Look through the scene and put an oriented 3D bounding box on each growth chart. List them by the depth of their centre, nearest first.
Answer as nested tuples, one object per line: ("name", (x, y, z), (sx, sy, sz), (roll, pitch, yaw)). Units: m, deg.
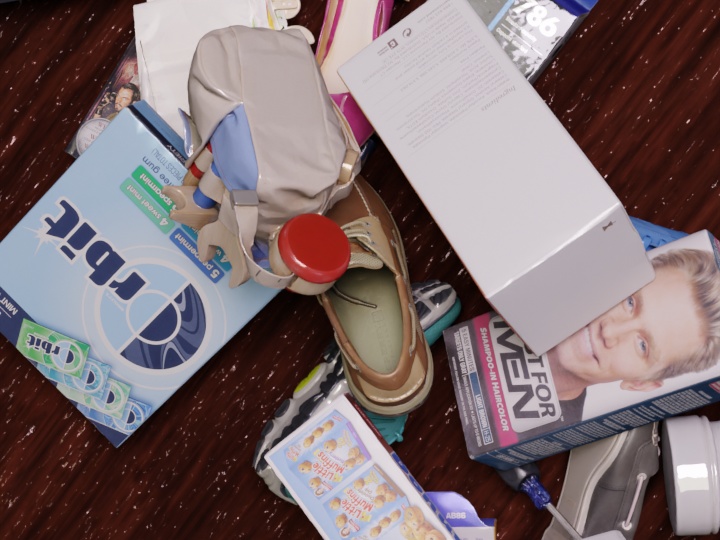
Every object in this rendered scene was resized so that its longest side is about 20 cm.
("growth chart", (-0.104, -0.148, 0.933), (0.144, 0.018, 0.200), (-1, 89, 7))

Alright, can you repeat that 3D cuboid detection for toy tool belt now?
("toy tool belt", (-0.065, -0.054, 0.826), (0.125, 0.123, 0.200), (-2, 61, -27))

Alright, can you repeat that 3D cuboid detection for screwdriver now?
("screwdriver", (0.138, 0.174, 0.870), (0.200, 0.029, 0.028), (51, 122, 44))

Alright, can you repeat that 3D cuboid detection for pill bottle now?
("pill bottle", (0.312, 0.135, 0.856), (0.200, 0.111, 0.112), (-5, 88, 8))

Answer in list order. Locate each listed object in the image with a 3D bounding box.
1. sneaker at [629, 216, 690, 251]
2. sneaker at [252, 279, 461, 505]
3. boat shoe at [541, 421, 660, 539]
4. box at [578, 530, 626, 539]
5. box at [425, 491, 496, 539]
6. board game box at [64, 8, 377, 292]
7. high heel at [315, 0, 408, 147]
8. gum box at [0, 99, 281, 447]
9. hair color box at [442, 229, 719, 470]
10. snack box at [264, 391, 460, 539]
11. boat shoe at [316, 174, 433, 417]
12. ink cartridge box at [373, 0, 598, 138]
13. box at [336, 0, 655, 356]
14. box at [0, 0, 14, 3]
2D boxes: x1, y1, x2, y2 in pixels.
("sneaker", (0.183, -0.010, 0.895), (0.200, 0.078, 0.066), (18, 90, 7))
("sneaker", (0.006, 0.090, 0.932), (0.080, 0.078, 0.200), (41, 91, -22))
("boat shoe", (0.181, 0.158, 0.904), (0.057, 0.067, 0.200), (18, 97, -15))
("box", (0.093, 0.272, 0.770), (0.200, 0.106, 0.153), (-15, 103, 0))
("box", (0.045, 0.263, 0.930), (0.119, 0.041, 0.200), (-2, 86, 8))
("board game box", (-0.107, -0.094, 0.959), (0.200, 0.035, 0.136), (33, 93, 7))
("high heel", (-0.009, -0.173, 0.880), (0.067, 0.096, 0.200), (17, 73, 29))
("gum box", (-0.171, 0.005, 0.929), (0.170, 0.045, 0.200), (45, 107, -4))
("hair color box", (0.162, 0.057, 0.852), (0.200, 0.060, 0.100), (-23, 63, 24))
("snack box", (0.023, 0.183, 0.844), (0.072, 0.024, 0.200), (-39, 82, 7))
("boat shoe", (0.000, 0.000, 0.866), (0.076, 0.074, 0.200), (-22, 66, -1))
("ink cartridge box", (0.087, -0.167, 0.931), (0.099, 0.039, 0.200), (38, 94, 8))
("box", (0.088, -0.064, 0.814), (0.097, 0.124, 0.200), (-35, 60, 7))
("box", (-0.213, -0.286, 0.933), (0.200, 0.079, 0.141), (-7, 61, 8))
